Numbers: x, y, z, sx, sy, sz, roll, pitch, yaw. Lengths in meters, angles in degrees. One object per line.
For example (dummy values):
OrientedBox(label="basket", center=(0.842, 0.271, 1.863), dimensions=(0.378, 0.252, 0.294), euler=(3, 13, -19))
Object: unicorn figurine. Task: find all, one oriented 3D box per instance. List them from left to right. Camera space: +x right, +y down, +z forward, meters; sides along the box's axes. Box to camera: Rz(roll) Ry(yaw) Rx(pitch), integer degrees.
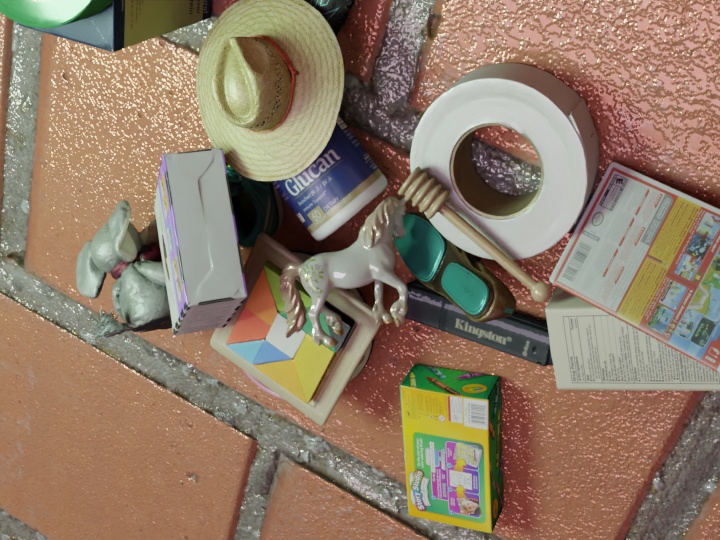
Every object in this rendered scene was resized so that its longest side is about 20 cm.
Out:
OrientedBox(label="unicorn figurine", center=(0.000, 0.000, 1.092), dimensions=(0.074, 0.197, 0.140), euler=(9, 117, 68))

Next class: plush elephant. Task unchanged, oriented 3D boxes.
OrientedBox(label="plush elephant", center=(-0.292, -0.003, 1.278), dimensions=(0.163, 0.198, 0.157), euler=(-26, 82, 40))

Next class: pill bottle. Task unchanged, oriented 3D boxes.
OrientedBox(label="pill bottle", center=(-0.068, -0.145, 1.120), dimensions=(0.111, 0.111, 0.201), euler=(-35, 95, 34))

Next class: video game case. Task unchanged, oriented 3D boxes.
OrientedBox(label="video game case", center=(0.310, -0.007, 0.985), dimensions=(0.198, 0.017, 0.145), euler=(30, 93, 29))

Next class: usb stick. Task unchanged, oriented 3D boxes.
OrientedBox(label="usb stick", center=(0.143, 0.062, 1.161), dimensions=(0.197, 0.033, 0.056), euler=(19, 119, 17))

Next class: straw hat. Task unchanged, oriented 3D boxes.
OrientedBox(label="straw hat", center=(-0.115, -0.197, 1.020), dimensions=(0.197, 0.085, 0.206), euler=(2, 96, 23))

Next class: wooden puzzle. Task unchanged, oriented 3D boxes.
OrientedBox(label="wooden puzzle", center=(-0.086, 0.079, 1.192), dimensions=(0.183, 0.037, 0.202), euler=(34, 123, 8))

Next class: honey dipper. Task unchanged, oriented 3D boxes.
OrientedBox(label="honey dipper", center=(0.128, -0.036, 1.041), dimensions=(0.199, 0.038, 0.038), euler=(39, 124, 1))

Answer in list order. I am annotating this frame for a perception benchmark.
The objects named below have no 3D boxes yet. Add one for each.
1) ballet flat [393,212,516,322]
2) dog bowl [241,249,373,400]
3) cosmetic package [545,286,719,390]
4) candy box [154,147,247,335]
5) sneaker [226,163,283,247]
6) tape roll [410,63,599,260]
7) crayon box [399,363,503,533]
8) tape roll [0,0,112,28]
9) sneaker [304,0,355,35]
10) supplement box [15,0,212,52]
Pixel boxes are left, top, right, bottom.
OrientedBox(label="ballet flat", center=(0.112, -0.001, 1.111), dimensions=(0.200, 0.071, 0.069), euler=(41, 110, 48))
OrientedBox(label="dog bowl", center=(-0.085, 0.081, 1.258), dimensions=(0.196, 0.074, 0.204), euler=(11, 118, 22))
OrientedBox(label="cosmetic package", center=(0.310, 0.066, 1.048), dimensions=(0.196, 0.087, 0.105), euler=(-2, 113, 26))
OrientedBox(label="candy box", center=(-0.191, -0.027, 1.128), dimensions=(0.200, 0.070, 0.171), euler=(140, 121, -71))
OrientedBox(label="sneaker", center=(-0.145, -0.125, 1.187), dimensions=(0.076, 0.080, 0.204), euler=(-5, 110, 28))
OrientedBox(label="tape roll", center=(0.156, -0.117, 1.048), dimensions=(0.199, 0.071, 0.206), euler=(11, 117, 22))
OrientedBox(label="crayon box", center=(0.118, 0.228, 1.236), dimensions=(0.117, 0.058, 0.204), euler=(6, 116, 24))
OrientedBox(label="tape roll", center=(-0.314, -0.344, 0.944), dimensions=(0.197, 0.048, 0.204), euler=(11, 117, 22))
OrientedBox(label="sneaker", center=(-0.032, -0.302, 1.063), dimensions=(0.198, 0.076, 0.080), euler=(-17, 115, 40))
OrientedBox(label="supplement box", center=(-0.263, -0.371, 1.056), dimensions=(0.132, 0.200, 0.203), euler=(18, 120, 17))
